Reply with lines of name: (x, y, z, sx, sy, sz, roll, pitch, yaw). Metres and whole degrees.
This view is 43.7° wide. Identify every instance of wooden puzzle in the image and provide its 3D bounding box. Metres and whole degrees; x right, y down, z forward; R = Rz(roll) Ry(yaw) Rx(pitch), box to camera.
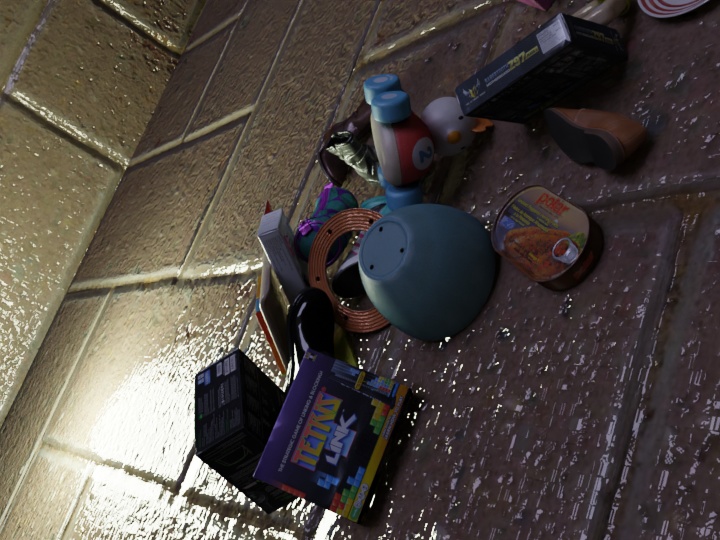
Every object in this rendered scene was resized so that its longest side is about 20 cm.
wooden puzzle: (-0.144, 0.086, 1.534, 0.037, 0.201, 0.185, -13, 26, 2)

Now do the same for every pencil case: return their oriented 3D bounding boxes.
pencil case: (-0.057, -0.083, 1.596, 0.085, 0.093, 0.200, -24, 17, 18)

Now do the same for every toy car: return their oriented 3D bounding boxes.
toy car: (0.120, -0.220, 1.445, 0.198, 0.186, 0.177, -12, 29, -1)

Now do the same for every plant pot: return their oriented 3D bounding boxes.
plant pot: (0.075, -0.013, 1.286, 0.199, 0.134, 0.202, -16, 64, 36)

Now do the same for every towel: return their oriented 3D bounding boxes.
towel: (-0.041, 0.150, 1.498, 0.086, 0.018, 0.200, -55, 30, 19)

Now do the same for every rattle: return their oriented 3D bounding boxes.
rattle: (0.289, -0.390, 1.343, 0.199, 0.143, 0.131, -17, 39, 51)

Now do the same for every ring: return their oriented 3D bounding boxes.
ring: (0.000, 0.000, 1.456, 0.199, 0.019, 0.203, 3, 95, 32)

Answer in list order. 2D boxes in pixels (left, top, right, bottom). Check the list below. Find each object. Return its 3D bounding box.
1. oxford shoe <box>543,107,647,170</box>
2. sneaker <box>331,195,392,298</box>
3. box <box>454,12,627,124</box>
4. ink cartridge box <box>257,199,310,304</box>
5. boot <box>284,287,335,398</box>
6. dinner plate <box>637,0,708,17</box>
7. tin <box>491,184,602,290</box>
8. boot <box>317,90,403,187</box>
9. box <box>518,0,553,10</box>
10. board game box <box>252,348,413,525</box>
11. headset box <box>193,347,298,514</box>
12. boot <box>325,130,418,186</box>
oxford shoe: (0.317, -0.189, 1.220, 0.071, 0.072, 0.200, -31, 29, -7)
sneaker: (0.018, -0.053, 1.522, 0.200, 0.083, 0.121, -45, 30, 28)
box: (0.258, -0.284, 1.288, 0.199, 0.157, 0.051, -30, 71, 42)
ink cartridge box: (-0.117, -0.016, 1.583, 0.043, 0.201, 0.174, -19, 24, 10)
boot: (-0.054, 0.136, 1.403, 0.158, 0.079, 0.213, -174, 86, -65)
dinner plate: (0.468, -0.429, 1.229, 0.200, 0.024, 0.201, -39, 34, 33)
tin: (0.248, -0.046, 1.204, 0.112, 0.042, 0.200, -58, 29, 11)
boot: (0.006, -0.280, 1.782, 0.199, 0.064, 0.187, -36, 38, 28)
box: (0.297, -0.565, 1.547, 0.176, 0.096, 0.200, -53, 29, 11)
board game box: (-0.037, 0.233, 1.273, 0.164, 0.057, 0.201, 19, 75, 14)
headset box: (-0.164, 0.256, 1.411, 0.092, 0.200, 0.175, -31, 37, 13)
boot: (0.022, -0.202, 1.603, 0.199, 0.130, 0.068, 5, 67, 58)
